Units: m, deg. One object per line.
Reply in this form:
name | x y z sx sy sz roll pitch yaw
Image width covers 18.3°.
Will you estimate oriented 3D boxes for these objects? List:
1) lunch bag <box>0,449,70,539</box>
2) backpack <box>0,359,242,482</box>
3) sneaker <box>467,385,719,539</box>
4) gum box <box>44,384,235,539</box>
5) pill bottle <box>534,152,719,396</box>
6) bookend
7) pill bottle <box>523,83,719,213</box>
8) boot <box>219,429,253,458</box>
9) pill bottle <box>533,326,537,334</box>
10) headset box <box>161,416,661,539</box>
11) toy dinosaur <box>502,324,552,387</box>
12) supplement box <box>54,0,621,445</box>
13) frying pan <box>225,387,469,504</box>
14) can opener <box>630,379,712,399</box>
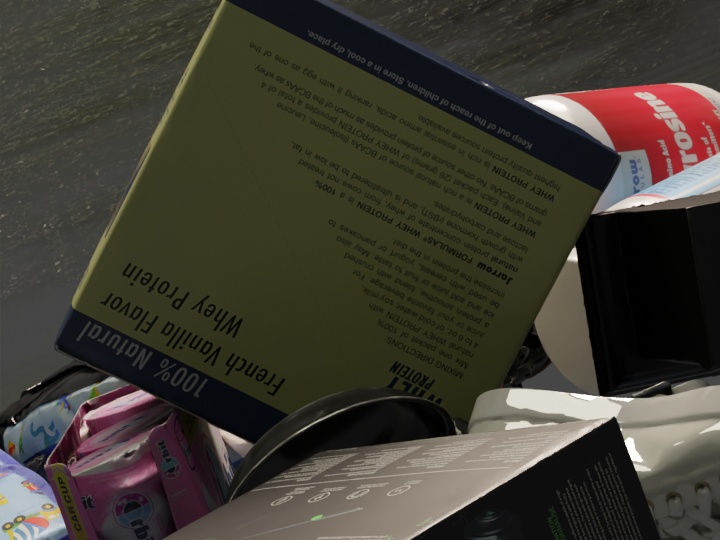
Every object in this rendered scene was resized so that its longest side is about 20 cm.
lunch bag | -0.259 0.180 1.365 0.151 0.094 0.200 -24 19 -27
backpack | -0.129 0.095 1.418 0.163 0.154 0.200 -18 -17 -32
sneaker | 0.127 0.097 0.920 0.200 0.073 0.085 -4 54 37
gum box | -0.098 0.122 1.107 0.066 0.114 0.200 -20 6 1
pill bottle | 0.196 -0.003 1.270 0.200 0.109 0.109 -25 7 -33
bookend | 0.231 0.001 1.030 0.199 0.092 0.200 -10 3 -17
pill bottle | 0.141 -0.053 1.354 0.200 0.112 0.112 -9 -3 -43
boot | -0.027 0.077 1.283 0.073 0.090 0.200 -38 17 12
pill bottle | 0.121 -0.009 1.551 0.200 0.113 0.113 -16 7 31
headset box | -0.016 0.137 0.804 0.200 0.093 0.174 -26 9 -40
toy dinosaur | 0.084 0.035 1.423 0.200 0.102 0.136 -41 -17 17
supplement box | -0.013 -0.018 1.093 0.200 0.200 0.134 -63 5 6
frying pan | 0.022 0.074 0.998 0.190 0.031 0.115 -26 -34 -10
can opener | 0.085 0.106 1.015 0.200 0.053 0.066 -20 -29 -12
